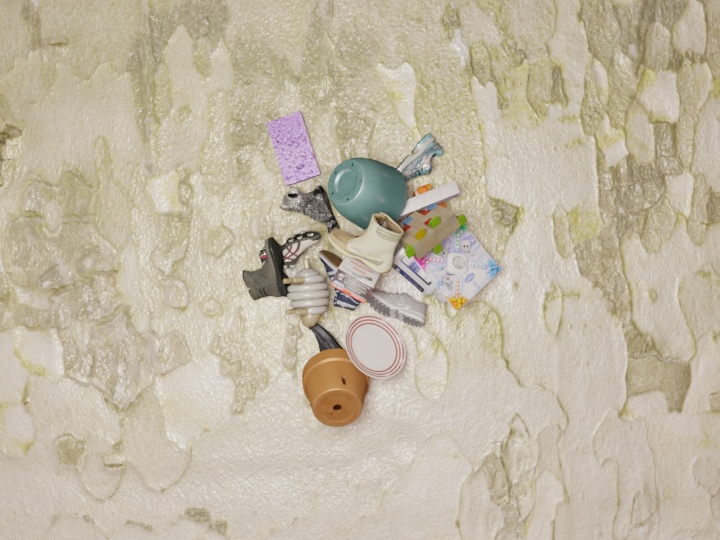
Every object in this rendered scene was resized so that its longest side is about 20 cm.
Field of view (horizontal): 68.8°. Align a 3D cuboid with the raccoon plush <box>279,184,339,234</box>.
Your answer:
[{"bbox_3d":[-0.152,-0.160,1.556,0.134,0.097,0.201,-21,90,9],"label":"raccoon plush"}]

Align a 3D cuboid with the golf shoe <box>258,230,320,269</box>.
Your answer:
[{"bbox_3d":[-0.202,-0.057,1.568,0.199,0.077,0.088,-21,107,10],"label":"golf shoe"}]

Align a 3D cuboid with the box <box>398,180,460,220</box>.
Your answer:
[{"bbox_3d":[0.186,-0.199,1.510,0.199,0.039,0.042,-22,79,3],"label":"box"}]

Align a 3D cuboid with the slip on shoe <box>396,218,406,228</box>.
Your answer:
[{"bbox_3d":[0.105,-0.148,1.560,0.199,0.061,0.076,24,91,1],"label":"slip on shoe"}]

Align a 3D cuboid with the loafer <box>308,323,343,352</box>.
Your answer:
[{"bbox_3d":[-0.093,0.235,1.562,0.070,0.068,0.201,-43,93,-7],"label":"loafer"}]

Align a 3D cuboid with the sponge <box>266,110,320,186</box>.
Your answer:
[{"bbox_3d":[-0.202,-0.366,1.583,0.111,0.030,0.201,-18,90,1],"label":"sponge"}]

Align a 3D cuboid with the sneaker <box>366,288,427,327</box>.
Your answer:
[{"bbox_3d":[0.106,0.097,1.569,0.199,0.075,0.082,25,58,5],"label":"sneaker"}]

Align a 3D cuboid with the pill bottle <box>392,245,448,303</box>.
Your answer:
[{"bbox_3d":[0.190,0.001,1.534,0.200,0.111,0.111,41,91,1],"label":"pill bottle"}]

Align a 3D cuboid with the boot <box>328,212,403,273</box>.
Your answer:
[{"bbox_3d":[0.014,-0.097,1.428,0.200,0.072,0.155,30,134,12],"label":"boot"}]

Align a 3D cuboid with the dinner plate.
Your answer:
[{"bbox_3d":[0.041,0.222,1.531,0.199,0.024,0.201,15,53,-20],"label":"dinner plate"}]

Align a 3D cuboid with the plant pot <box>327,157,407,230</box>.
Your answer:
[{"bbox_3d":[0.006,-0.223,1.469,0.200,0.161,0.201,-8,75,35],"label":"plant pot"}]

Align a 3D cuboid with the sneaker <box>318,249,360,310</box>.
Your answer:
[{"bbox_3d":[-0.069,0.034,1.561,0.200,0.070,0.109,40,115,18],"label":"sneaker"}]

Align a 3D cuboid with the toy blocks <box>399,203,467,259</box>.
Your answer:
[{"bbox_3d":[0.173,-0.116,1.457,0.200,0.137,0.100,-38,124,-10],"label":"toy blocks"}]

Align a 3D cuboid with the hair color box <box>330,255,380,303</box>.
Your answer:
[{"bbox_3d":[0.000,0.000,1.493,0.111,0.200,0.064,29,118,1],"label":"hair color box"}]

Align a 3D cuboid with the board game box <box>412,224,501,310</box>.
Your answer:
[{"bbox_3d":[0.278,-0.022,1.490,0.200,0.026,0.200,-39,90,-22],"label":"board game box"}]

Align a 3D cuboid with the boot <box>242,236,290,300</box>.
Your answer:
[{"bbox_3d":[-0.286,0.003,1.526,0.130,0.068,0.201,-5,120,10],"label":"boot"}]

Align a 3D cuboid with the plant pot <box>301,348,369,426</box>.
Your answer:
[{"bbox_3d":[-0.067,0.343,1.489,0.199,0.140,0.201,-2,118,-4],"label":"plant pot"}]

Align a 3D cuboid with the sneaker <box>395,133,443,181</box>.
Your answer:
[{"bbox_3d":[0.166,-0.306,1.552,0.086,0.078,0.200,41,91,-2],"label":"sneaker"}]

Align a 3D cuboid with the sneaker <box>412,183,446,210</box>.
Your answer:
[{"bbox_3d":[0.232,-0.166,1.552,0.077,0.073,0.200,-30,91,-3],"label":"sneaker"}]

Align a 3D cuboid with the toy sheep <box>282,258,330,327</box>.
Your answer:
[{"bbox_3d":[-0.153,0.065,1.523,0.137,0.138,0.201,-2,92,1],"label":"toy sheep"}]
